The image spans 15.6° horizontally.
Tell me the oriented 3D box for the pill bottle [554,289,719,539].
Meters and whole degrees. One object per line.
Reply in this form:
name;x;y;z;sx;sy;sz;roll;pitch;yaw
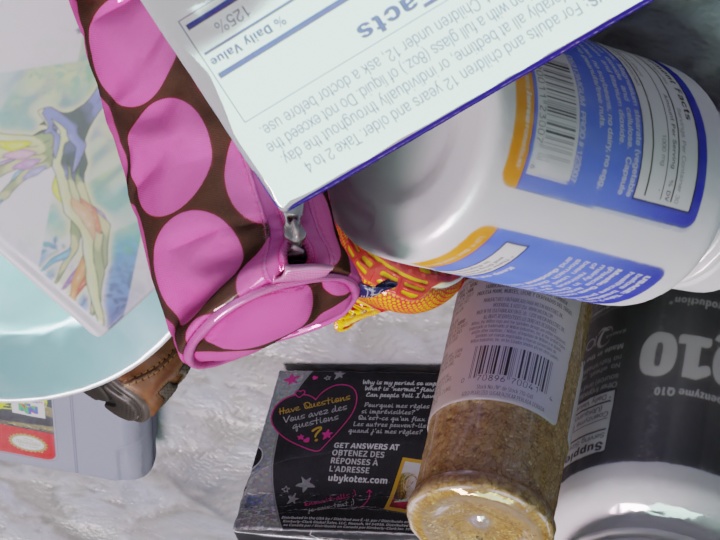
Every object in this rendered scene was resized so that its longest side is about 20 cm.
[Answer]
pill bottle;0.148;0.094;1.250;0.113;0.200;0.113;9;142;7

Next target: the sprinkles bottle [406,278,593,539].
sprinkles bottle;0.071;0.038;1.216;0.068;0.200;0.068;9;142;7

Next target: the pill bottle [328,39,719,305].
pill bottle;0.088;-0.045;1.141;0.200;0.112;0.112;12;152;-42

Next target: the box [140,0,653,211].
box;0.002;-0.159;0.976;0.184;0.105;0.200;-29;102;19

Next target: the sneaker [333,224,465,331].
sneaker;0.000;0.000;1.210;0.073;0.077;0.200;27;-177;-12

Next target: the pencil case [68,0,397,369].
pencil case;-0.060;-0.065;1.081;0.091;0.200;0.094;-16;162;-16

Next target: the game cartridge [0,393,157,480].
game cartridge;-0.213;0.053;1.463;0.200;0.041;0.133;10;138;6

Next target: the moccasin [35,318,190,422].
moccasin;-0.171;-0.005;1.346;0.201;0.078;0.074;30;160;10

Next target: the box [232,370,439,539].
box;0.025;0.156;1.452;0.132;0.115;0.200;1;139;19

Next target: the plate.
plate;-0.172;-0.022;1.261;0.200;0.026;0.200;0;125;-1

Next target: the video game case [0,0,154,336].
video game case;-0.118;-0.089;1.182;0.182;0.022;0.200;-42;124;6
